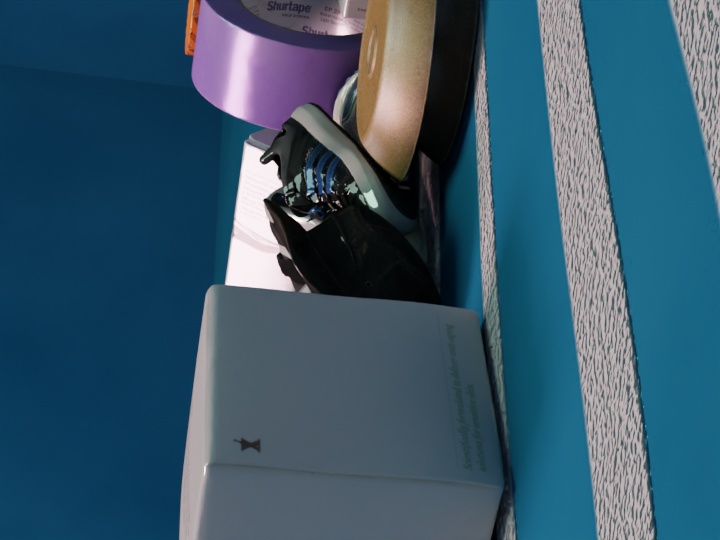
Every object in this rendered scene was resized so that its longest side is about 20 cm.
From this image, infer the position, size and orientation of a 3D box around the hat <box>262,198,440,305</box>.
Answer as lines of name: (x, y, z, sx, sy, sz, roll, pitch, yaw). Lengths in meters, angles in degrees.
hat: (0.010, 0.008, 1.615, 0.201, 0.081, 0.201, 56, -177, -5)

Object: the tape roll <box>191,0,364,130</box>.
tape roll: (-0.051, -0.203, 1.896, 0.200, 0.198, 0.086, -98, 17, -60)

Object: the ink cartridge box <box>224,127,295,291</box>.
ink cartridge box: (-0.049, -0.034, 1.941, 0.145, 0.083, 0.202, -26, -48, -52)

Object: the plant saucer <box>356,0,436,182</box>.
plant saucer: (0.025, -0.173, 1.666, 0.200, 0.035, 0.202, -174, 90, -82)

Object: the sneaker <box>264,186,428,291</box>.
sneaker: (0.000, 0.000, 1.772, 0.200, 0.073, 0.113, 28, 140, 50)

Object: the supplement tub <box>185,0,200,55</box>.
supplement tub: (-0.073, -0.253, 2.093, 0.123, 0.198, 0.124, -173, 90, -82)

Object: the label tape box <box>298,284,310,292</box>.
label tape box: (-0.060, 0.108, 1.679, 0.144, 0.063, 0.200, -49, 15, 11)

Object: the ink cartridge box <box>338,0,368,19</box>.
ink cartridge box: (0.032, -0.333, 1.817, 0.146, 0.084, 0.202, -101, 18, -65)

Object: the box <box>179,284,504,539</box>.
box: (-0.019, 0.139, 1.415, 0.200, 0.198, 0.172, -94, 11, -55)

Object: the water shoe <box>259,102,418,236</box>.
water shoe: (-0.018, -0.065, 1.729, 0.079, 0.071, 0.200, -46, 36, 5)

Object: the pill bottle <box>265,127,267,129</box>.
pill bottle: (-0.053, -0.071, 2.128, 0.112, 0.110, 0.201, -96, 14, -56)

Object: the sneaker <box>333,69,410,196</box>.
sneaker: (0.019, -0.080, 1.820, 0.085, 0.076, 0.202, -117, 25, -58)

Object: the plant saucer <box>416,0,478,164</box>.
plant saucer: (0.059, -0.188, 1.692, 0.200, 0.036, 0.202, -174, 90, -83)
